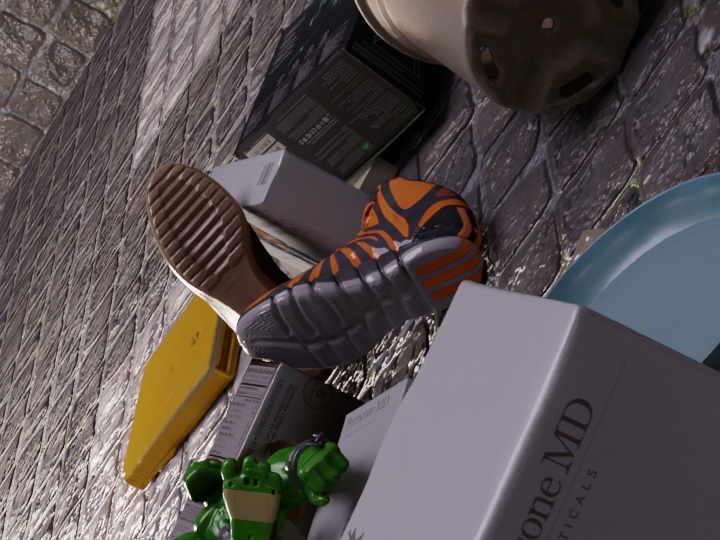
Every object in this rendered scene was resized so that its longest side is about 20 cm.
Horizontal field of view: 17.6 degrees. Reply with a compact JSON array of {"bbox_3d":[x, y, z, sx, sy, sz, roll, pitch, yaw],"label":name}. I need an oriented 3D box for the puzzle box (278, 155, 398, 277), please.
[{"bbox_3d":[-0.028,-0.057,2.103,0.133,0.025,0.200,-62,17,5],"label":"puzzle box"}]

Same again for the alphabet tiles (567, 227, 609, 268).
[{"bbox_3d":[0.152,0.045,1.448,0.168,0.008,0.200,-67,17,-11],"label":"alphabet tiles"}]

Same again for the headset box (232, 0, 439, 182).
[{"bbox_3d":[-0.007,-0.184,2.056,0.174,0.093,0.200,-40,22,39],"label":"headset box"}]

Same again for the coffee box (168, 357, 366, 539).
[{"bbox_3d":[-0.063,0.179,1.706,0.201,0.114,0.080,-65,17,-9],"label":"coffee box"}]

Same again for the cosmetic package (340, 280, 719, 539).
[{"bbox_3d":[0.121,0.124,1.090,0.168,0.199,0.166,-65,17,-4],"label":"cosmetic package"}]

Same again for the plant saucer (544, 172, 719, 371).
[{"bbox_3d":[0.165,0.028,1.328,0.200,0.027,0.200,-40,22,20],"label":"plant saucer"}]

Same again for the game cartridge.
[{"bbox_3d":[-0.172,0.101,2.297,0.200,0.032,0.177,-53,20,38],"label":"game cartridge"}]

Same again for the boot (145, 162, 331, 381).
[{"bbox_3d":[-0.096,0.010,1.861,0.072,0.200,0.166,-38,-9,-3],"label":"boot"}]

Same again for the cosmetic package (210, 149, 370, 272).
[{"bbox_3d":[-0.036,-0.037,1.883,0.052,0.150,0.200,-68,17,-9],"label":"cosmetic package"}]

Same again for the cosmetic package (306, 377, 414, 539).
[{"bbox_3d":[0.011,0.183,1.551,0.102,0.074,0.201,-37,32,58],"label":"cosmetic package"}]

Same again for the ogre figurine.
[{"bbox_3d":[-0.088,0.178,1.565,0.201,0.098,0.120,-60,-3,8],"label":"ogre figurine"}]

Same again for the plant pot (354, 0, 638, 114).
[{"bbox_3d":[0.109,-0.209,1.684,0.201,0.200,0.184,-58,29,16],"label":"plant pot"}]

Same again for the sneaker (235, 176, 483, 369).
[{"bbox_3d":[0.000,0.000,1.754,0.199,0.078,0.112,-20,35,11],"label":"sneaker"}]
